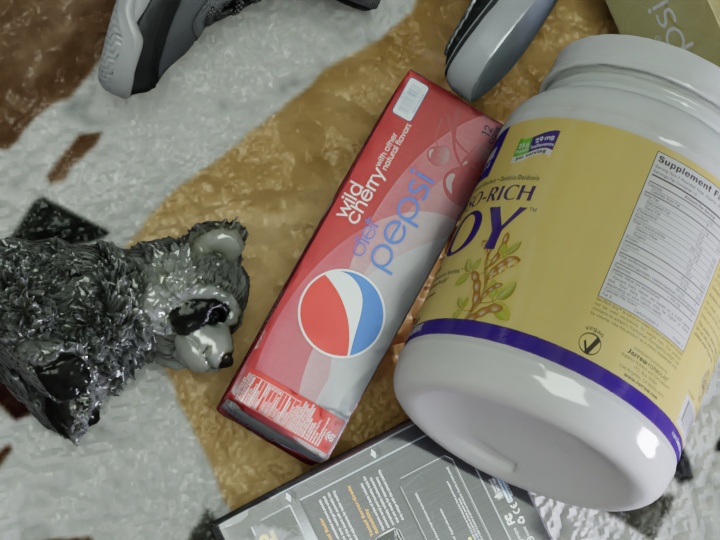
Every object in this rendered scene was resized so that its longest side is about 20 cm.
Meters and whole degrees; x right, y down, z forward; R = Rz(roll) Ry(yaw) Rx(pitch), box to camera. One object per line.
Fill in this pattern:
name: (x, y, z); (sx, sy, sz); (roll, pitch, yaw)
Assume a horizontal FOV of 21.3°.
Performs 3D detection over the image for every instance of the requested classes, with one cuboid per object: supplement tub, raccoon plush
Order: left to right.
raccoon plush: (-0.147, -0.012, 0.979); (0.134, 0.097, 0.200); (-43, 91, -19)
supplement tub: (0.116, 0.001, 0.951); (0.144, 0.145, 0.201); (27, 69, -5)

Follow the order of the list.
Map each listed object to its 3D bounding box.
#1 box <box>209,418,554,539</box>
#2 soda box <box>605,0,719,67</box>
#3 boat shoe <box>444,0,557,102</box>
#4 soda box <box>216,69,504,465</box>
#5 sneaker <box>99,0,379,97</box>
box: (0.034, 0.186, 0.999); (0.157, 0.048, 0.201); (-26, 87, -10)
soda box: (0.202, -0.098, 1.040); (0.064, 0.068, 0.202); (-21, 87, -40)
boat shoe: (0.085, -0.180, 1.032); (0.068, 0.074, 0.200); (29, 69, 6)
soda box: (0.000, 0.000, 1.006); (0.063, 0.070, 0.201); (30, 79, -3)
sneaker: (-0.047, -0.158, 1.006); (0.113, 0.075, 0.201); (33, 77, -1)
